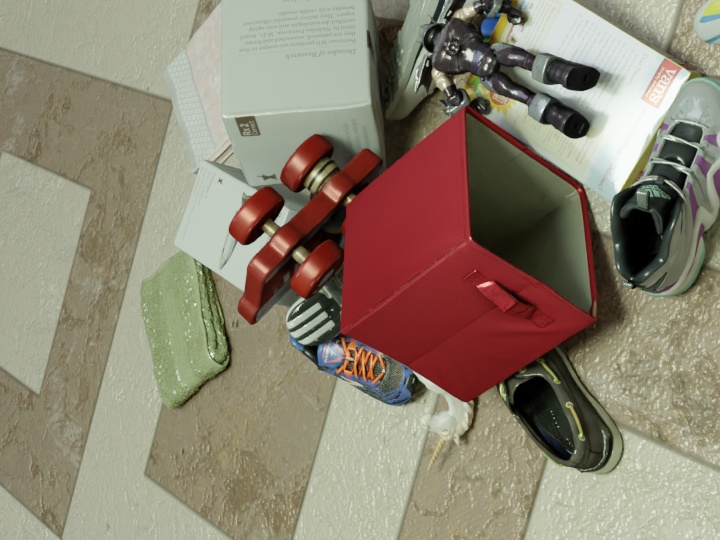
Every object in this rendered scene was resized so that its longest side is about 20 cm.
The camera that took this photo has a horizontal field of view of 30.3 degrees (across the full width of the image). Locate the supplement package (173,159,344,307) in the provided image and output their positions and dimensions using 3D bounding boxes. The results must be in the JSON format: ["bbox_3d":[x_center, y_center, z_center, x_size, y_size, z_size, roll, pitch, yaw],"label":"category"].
[{"bbox_3d":[-0.116,-0.043,1.605,0.200,0.117,0.117,30,102,47],"label":"supplement package"}]

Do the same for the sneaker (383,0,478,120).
[{"bbox_3d":[0.080,-0.236,1.462,0.200,0.080,0.077,118,153,-49],"label":"sneaker"}]

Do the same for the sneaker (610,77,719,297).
[{"bbox_3d":[0.268,-0.075,1.155,0.077,0.140,0.201,12,94,31],"label":"sneaker"}]

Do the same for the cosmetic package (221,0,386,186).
[{"bbox_3d":[-0.062,-0.222,1.486,0.164,0.165,0.201,-5,67,5],"label":"cosmetic package"}]

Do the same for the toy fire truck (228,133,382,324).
[{"bbox_3d":[-0.056,-0.041,1.435,0.112,0.200,0.168,40,158,7],"label":"toy fire truck"}]

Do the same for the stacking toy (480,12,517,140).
[{"bbox_3d":[0.154,-0.221,1.378,0.085,0.085,0.201,20,104,48],"label":"stacking toy"}]

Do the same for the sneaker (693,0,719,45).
[{"bbox_3d":[0.370,-0.191,1.122,0.199,0.076,0.106,-4,80,47],"label":"sneaker"}]

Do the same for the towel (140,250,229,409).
[{"bbox_3d":[-0.241,0.072,1.784,0.148,0.036,0.201,-40,54,37],"label":"towel"}]

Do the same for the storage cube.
[{"bbox_3d":[0.102,-0.012,1.279,0.180,0.171,0.201,-38,35,35],"label":"storage cube"}]

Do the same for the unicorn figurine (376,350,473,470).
[{"bbox_3d":[0.072,0.087,1.377,0.074,0.137,0.201,-12,56,43],"label":"unicorn figurine"}]

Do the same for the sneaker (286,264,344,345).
[{"bbox_3d":[0.000,0.000,1.480,0.199,0.075,0.116,-30,17,0],"label":"sneaker"}]

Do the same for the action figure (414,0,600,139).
[{"bbox_3d":[0.130,-0.195,1.271,0.200,0.069,0.131,32,118,30],"label":"action figure"}]

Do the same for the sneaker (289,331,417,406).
[{"bbox_3d":[-0.009,0.100,1.485,0.200,0.078,0.076,17,96,49],"label":"sneaker"}]

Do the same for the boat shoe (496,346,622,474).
[{"bbox_3d":[0.173,0.117,1.290,0.201,0.060,0.072,50,119,41],"label":"boat shoe"}]

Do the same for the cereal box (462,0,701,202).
[{"bbox_3d":[0.208,-0.177,1.283,0.200,0.039,0.144,38,112,23],"label":"cereal box"}]

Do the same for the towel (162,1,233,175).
[{"bbox_3d":[-0.192,-0.254,1.800,0.191,0.032,0.201,-41,55,35],"label":"towel"}]
